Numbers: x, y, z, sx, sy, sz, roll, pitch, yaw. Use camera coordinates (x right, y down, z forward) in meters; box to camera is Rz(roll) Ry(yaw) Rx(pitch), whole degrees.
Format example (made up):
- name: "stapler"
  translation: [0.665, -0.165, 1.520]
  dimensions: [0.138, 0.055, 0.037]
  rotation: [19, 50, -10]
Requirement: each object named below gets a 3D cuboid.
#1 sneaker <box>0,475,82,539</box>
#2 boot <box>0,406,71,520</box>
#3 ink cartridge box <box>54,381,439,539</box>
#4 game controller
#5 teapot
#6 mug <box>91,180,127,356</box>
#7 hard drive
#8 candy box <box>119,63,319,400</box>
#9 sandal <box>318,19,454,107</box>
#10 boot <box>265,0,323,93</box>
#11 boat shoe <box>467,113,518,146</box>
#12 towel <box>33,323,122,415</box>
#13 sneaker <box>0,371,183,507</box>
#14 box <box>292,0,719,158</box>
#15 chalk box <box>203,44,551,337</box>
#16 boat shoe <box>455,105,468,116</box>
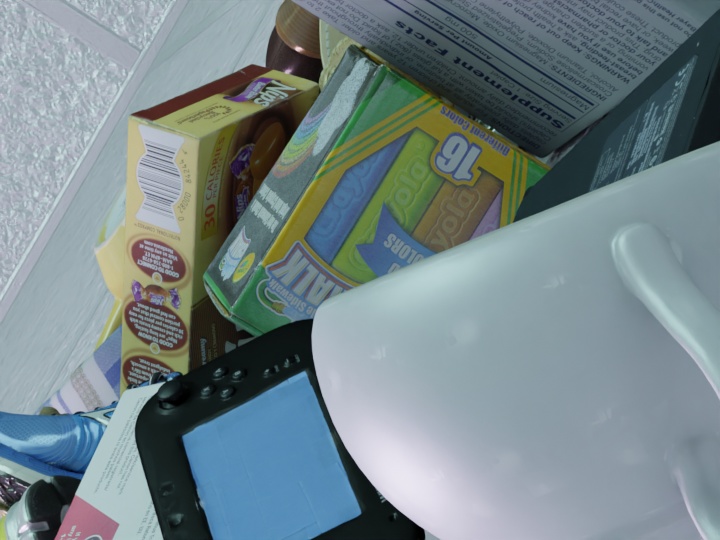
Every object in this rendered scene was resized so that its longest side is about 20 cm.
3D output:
- name: "sneaker"
  translation: [-0.128, 0.203, 1.444]
  dimensions: [0.090, 0.201, 0.078]
  rotation: [-31, -9, 37]
- name: "boot"
  translation: [-0.133, 0.154, 1.627]
  dimensions: [0.073, 0.155, 0.200]
  rotation: [-59, 9, 24]
- name: "ink cartridge box"
  translation: [-0.037, 0.116, 1.339]
  dimensions: [0.199, 0.084, 0.145]
  rotation: [-13, 40, 37]
- name: "game controller"
  translation: [-0.036, 0.091, 1.247]
  dimensions: [0.104, 0.042, 0.200]
  rotation: [-35, 33, 7]
- name: "teapot"
  translation: [0.087, 0.048, 1.045]
  dimensions: [0.197, 0.147, 0.200]
  rotation: [-22, -1, 29]
- name: "mug"
  translation: [-0.088, 0.006, 1.845]
  dimensions: [0.149, 0.153, 0.187]
  rotation: [-42, 20, 51]
- name: "hard drive"
  translation: [0.119, -0.029, 1.367]
  dimensions: [0.200, 0.033, 0.140]
  rotation: [-44, 18, 49]
- name: "candy box"
  translation: [-0.082, -0.006, 1.695]
  dimensions: [0.117, 0.056, 0.201]
  rotation: [-27, -53, -50]
- name: "sandal"
  translation: [0.015, -0.094, 1.658]
  dimensions: [0.070, 0.077, 0.213]
  rotation: [56, -153, -73]
- name: "boot"
  translation: [0.019, -0.138, 1.828]
  dimensions: [0.199, 0.072, 0.167]
  rotation: [-11, -39, -38]
- name: "boat shoe"
  translation: [0.086, -0.138, 1.707]
  dimensions: [0.071, 0.064, 0.200]
  rotation: [-46, 17, 48]
- name: "towel"
  translation: [-0.145, 0.132, 1.824]
  dimensions: [0.024, 0.147, 0.200]
  rotation: [-26, -13, -40]
- name: "sneaker"
  translation: [-0.120, 0.099, 1.556]
  dimensions: [0.089, 0.199, 0.079]
  rotation: [-66, -29, -25]
- name: "box"
  translation: [0.081, -0.173, 1.520]
  dimensions: [0.200, 0.183, 0.105]
  rotation: [-36, 26, 61]
- name: "chalk box"
  translation: [0.000, 0.000, 1.572]
  dimensions: [0.200, 0.124, 0.124]
  rotation: [-58, 12, 4]
- name: "boat shoe"
  translation: [0.034, -0.062, 1.730]
  dimensions: [0.068, 0.074, 0.201]
  rotation: [173, 117, -74]
